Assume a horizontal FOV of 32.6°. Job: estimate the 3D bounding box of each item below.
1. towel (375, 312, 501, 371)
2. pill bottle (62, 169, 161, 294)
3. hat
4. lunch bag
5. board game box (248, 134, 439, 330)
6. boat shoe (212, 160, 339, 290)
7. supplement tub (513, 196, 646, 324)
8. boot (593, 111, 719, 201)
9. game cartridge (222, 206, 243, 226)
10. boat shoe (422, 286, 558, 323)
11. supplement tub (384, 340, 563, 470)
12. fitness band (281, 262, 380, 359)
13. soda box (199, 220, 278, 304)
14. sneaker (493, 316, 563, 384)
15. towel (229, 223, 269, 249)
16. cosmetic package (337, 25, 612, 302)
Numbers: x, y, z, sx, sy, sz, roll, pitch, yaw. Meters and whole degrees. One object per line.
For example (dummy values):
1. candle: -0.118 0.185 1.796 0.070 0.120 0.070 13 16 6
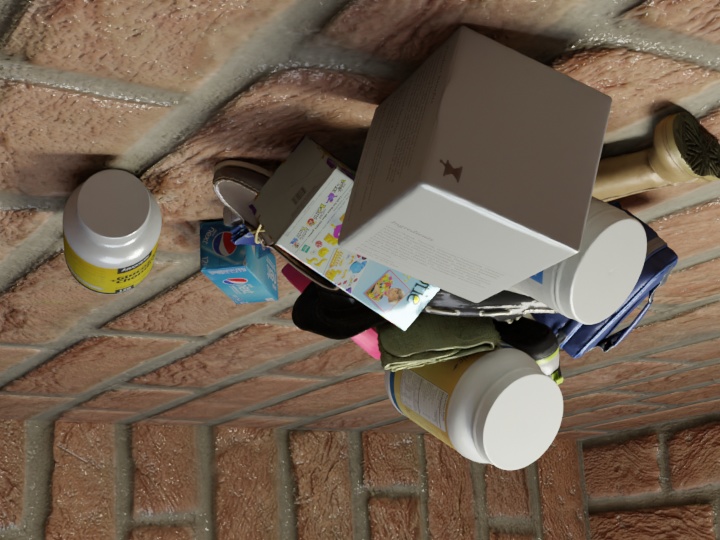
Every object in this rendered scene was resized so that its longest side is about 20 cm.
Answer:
1. towel: 0.086 0.056 1.510 0.148 0.037 0.200 -10 -154 -1
2. pill bottle: -0.291 -0.047 1.437 0.112 0.112 0.200 0 165 -12
3. hat: 0.000 0.000 1.522 0.200 0.081 0.201 -14 -153 7
4. lunch bag: 0.309 0.024 1.593 0.200 0.132 0.136 -51 164 23
5. board game box: -0.005 -0.040 1.344 0.200 0.105 0.103 35 -171 -33
6. boat shoe: -0.091 -0.051 1.417 0.200 0.060 0.072 37 139 -21
7. supplement tub: 0.202 -0.038 1.372 0.132 0.132 0.200 14 -167 -47
8. boot: 0.295 -0.113 1.398 0.200 0.066 0.175 -11 163 31
9. game cartridge: -0.055 -0.073 1.541 0.200 0.039 0.130 8 157 -37
10. boat shoe: 0.159 0.031 1.439 0.199 0.060 0.074 6 -157 -16
11. supplement tub: 0.138 0.148 1.512 0.144 0.145 0.200 9 -168 -37
12. fitness band: -0.033 0.052 1.705 0.037 0.144 0.200 -46 131 3
13. soda box: -0.164 -0.009 1.685 0.064 0.068 0.200 -5 165 6
14. sneaker: 0.197 0.101 1.604 0.072 0.083 0.200 -28 -155 -12
15. towel: -0.046 -0.053 1.514 0.200 0.024 0.145 -15 162 37
16. cosmetic package: 0.103 -0.091 1.166 0.166 0.168 0.200 23 158 -16
